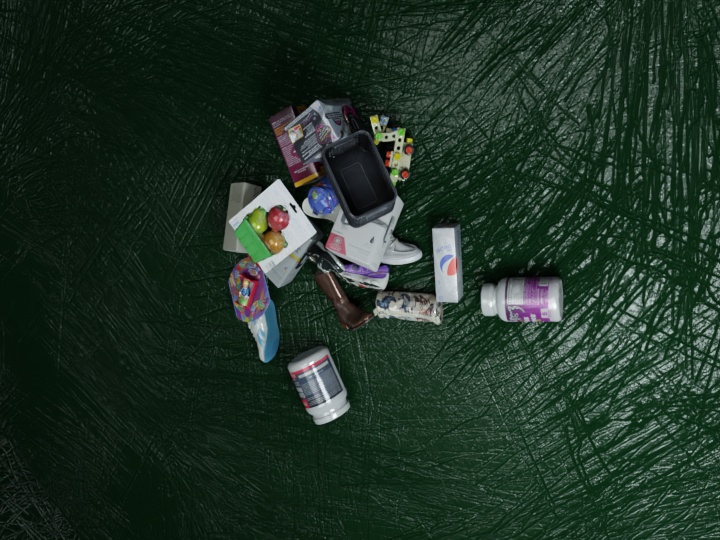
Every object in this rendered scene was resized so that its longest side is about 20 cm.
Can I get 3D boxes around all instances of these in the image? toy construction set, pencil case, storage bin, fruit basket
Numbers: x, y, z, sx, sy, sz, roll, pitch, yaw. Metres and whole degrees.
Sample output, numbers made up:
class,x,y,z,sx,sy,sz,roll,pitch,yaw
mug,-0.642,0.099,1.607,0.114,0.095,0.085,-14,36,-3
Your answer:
class,x,y,z,sx,sy,sz,roll,pitch,yaw
toy construction set,0.073,-0.305,1.634,0.127,0.093,0.205,8,117,-3
pencil case,0.137,0.105,1.717,0.195,0.091,0.079,4,136,23
storage bin,-0.003,-0.229,1.552,0.132,0.094,0.204,-24,80,-6
fruit basket,-0.252,-0.126,1.755,0.198,0.094,0.187,-37,94,6
pencil case,-0.066,-0.224,1.664,0.077,0.200,0.087,-30,103,42

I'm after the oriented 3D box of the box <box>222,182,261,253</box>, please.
class,x,y,z,sx,sy,sz,roll,pitch,yaw
box,-0.355,-0.157,1.842,0.081,0.067,0.206,6,88,45

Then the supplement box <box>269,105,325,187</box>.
class,x,y,z,sx,sy,sz,roll,pitch,yaw
supplement box,-0.163,-0.350,1.721,0.084,0.110,0.205,-19,96,27

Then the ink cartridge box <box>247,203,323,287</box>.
class,x,y,z,sx,sy,sz,roll,pitch,yaw
ink cartridge box,-0.226,-0.077,1.840,0.146,0.083,0.201,43,118,9

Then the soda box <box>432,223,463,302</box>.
class,x,y,z,sx,sy,sz,roll,pitch,yaw
soda box,0.236,-0.021,1.649,0.062,0.068,0.206,1,104,24

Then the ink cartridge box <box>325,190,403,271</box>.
class,x,y,z,sx,sy,sz,roll,pitch,yaw
ink cartridge box,0.012,-0.123,1.647,0.143,0.085,0.204,21,84,21

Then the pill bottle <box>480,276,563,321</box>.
class,x,y,z,sx,sy,sz,roll,pitch,yaw
pill bottle,0.412,0.074,1.568,0.195,0.112,0.116,-2,104,26

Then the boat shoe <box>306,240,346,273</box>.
class,x,y,z,sx,sy,sz,roll,pitch,yaw
boat shoe,-0.098,-0.023,1.730,0.060,0.200,0.076,-43,113,-4

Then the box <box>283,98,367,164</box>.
class,x,y,z,sx,sy,sz,roll,pitch,yaw
box,-0.086,-0.371,1.629,0.130,0.199,0.117,-29,93,28

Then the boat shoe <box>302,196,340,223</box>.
class,x,y,z,sx,sy,sz,roll,pitch,yaw
boat shoe,-0.070,-0.166,1.753,0.194,0.061,0.076,14,110,-1

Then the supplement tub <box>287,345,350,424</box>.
class,x,y,z,sx,sy,sz,roll,pitch,yaw
supplement tub,-0.125,0.348,1.876,0.138,0.140,0.204,-22,94,28

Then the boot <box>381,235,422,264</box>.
class,x,y,z,sx,sy,sz,roll,pitch,yaw
boot,0.072,-0.077,1.698,0.195,0.074,0.098,2,121,25

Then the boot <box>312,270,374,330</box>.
class,x,y,z,sx,sy,sz,roll,pitch,yaw
boot,-0.054,0.070,1.770,0.185,0.064,0.204,-17,102,59

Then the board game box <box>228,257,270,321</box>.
class,x,y,z,sx,sy,sz,roll,pitch,yaw
board game box,-0.364,0.059,1.926,0.156,0.039,0.205,-27,70,30

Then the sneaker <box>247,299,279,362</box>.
class,x,y,z,sx,sy,sz,roll,pitch,yaw
sneaker,-0.313,0.191,1.964,0.079,0.076,0.206,1,98,31

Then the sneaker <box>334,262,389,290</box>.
class,x,y,z,sx,sy,sz,roll,pitch,yaw
sneaker,0.000,0.000,1.774,0.196,0.081,0.085,14,73,29
